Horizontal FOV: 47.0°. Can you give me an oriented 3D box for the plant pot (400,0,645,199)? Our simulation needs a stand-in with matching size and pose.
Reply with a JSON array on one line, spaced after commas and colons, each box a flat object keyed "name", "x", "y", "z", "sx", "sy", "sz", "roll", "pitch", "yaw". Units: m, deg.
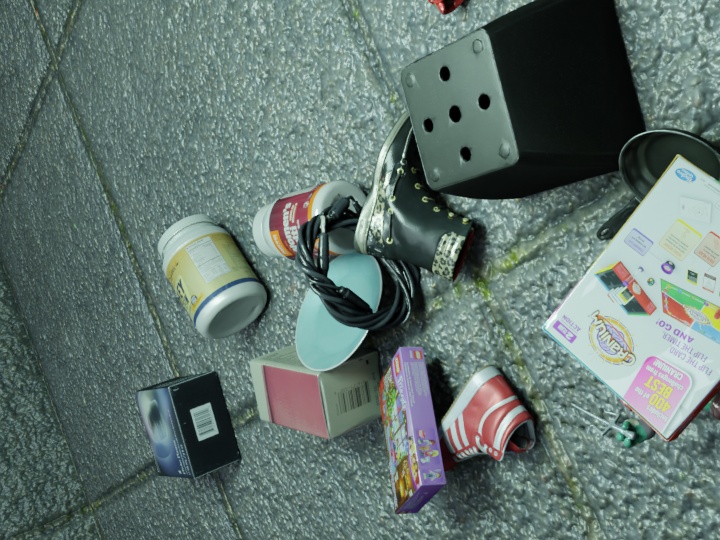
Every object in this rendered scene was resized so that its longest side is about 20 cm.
[{"name": "plant pot", "x": 0.161, "y": -0.181, "z": 0.897, "sx": 0.199, "sy": 0.176, "sz": 0.202, "roll": -12, "pitch": 92, "yaw": 51}]

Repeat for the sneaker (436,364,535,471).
[{"name": "sneaker", "x": 0.165, "y": 0.236, "z": 1.128, "sx": 0.113, "sy": 0.071, "sz": 0.201, "roll": 49, "pitch": 134, "yaw": 33}]

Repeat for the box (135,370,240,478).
[{"name": "box", "x": -0.380, "y": 0.337, "z": 1.804, "sx": 0.198, "sy": 0.122, "sz": 0.202, "roll": -17, "pitch": 90, "yaw": 54}]

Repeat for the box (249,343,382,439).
[{"name": "box", "x": -0.071, "y": 0.191, "z": 1.359, "sx": 0.199, "sy": 0.127, "sz": 0.110, "roll": 1, "pitch": 104, "yaw": 51}]

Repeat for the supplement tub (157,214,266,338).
[{"name": "supplement tub", "x": -0.278, "y": 0.009, "z": 1.538, "sx": 0.201, "sy": 0.143, "sz": 0.145, "roll": 54, "pitch": 138, "yaw": 23}]

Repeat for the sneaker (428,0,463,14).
[{"name": "sneaker", "x": 0.087, "y": -0.354, "z": 1.011, "sx": 0.199, "sy": 0.077, "sz": 0.086, "roll": 4, "pitch": 111, "yaw": 51}]

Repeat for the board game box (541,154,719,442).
[{"name": "board game box", "x": 0.281, "y": 0.024, "z": 0.734, "sx": 0.153, "sy": 0.040, "sz": 0.201, "roll": 45, "pitch": 108, "yaw": 29}]

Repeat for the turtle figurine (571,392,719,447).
[{"name": "turtle figurine", "x": 0.323, "y": 0.106, "z": 0.859, "sx": 0.198, "sy": 0.100, "sz": 0.152, "roll": 5, "pitch": 98, "yaw": 40}]

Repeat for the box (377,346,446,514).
[{"name": "box", "x": 0.069, "y": 0.229, "z": 1.186, "sx": 0.137, "sy": 0.039, "sz": 0.202, "roll": 113, "pitch": 153, "yaw": -55}]

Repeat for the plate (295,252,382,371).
[{"name": "plate", "x": -0.029, "y": 0.064, "z": 1.278, "sx": 0.199, "sy": 0.025, "sz": 0.202, "roll": -31, "pitch": 45, "yaw": 37}]

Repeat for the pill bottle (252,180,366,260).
[{"name": "pill bottle", "x": -0.080, "y": -0.072, "z": 1.290, "sx": 0.199, "sy": 0.109, "sz": 0.111, "roll": -7, "pitch": 97, "yaw": 52}]

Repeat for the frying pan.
[{"name": "frying pan", "x": 0.316, "y": -0.076, "z": 0.854, "sx": 0.114, "sy": 0.031, "sz": 0.191, "roll": 27, "pitch": 152, "yaw": 21}]

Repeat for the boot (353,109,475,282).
[{"name": "boot", "x": 0.090, "y": -0.097, "z": 1.106, "sx": 0.152, "sy": 0.073, "sz": 0.206, "roll": 21, "pitch": 95, "yaw": 20}]

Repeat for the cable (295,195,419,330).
[{"name": "cable", "x": 0.000, "y": 0.000, "z": 1.163, "sx": 0.201, "sy": 0.163, "sz": 0.051, "roll": 55, "pitch": 141, "yaw": -6}]
